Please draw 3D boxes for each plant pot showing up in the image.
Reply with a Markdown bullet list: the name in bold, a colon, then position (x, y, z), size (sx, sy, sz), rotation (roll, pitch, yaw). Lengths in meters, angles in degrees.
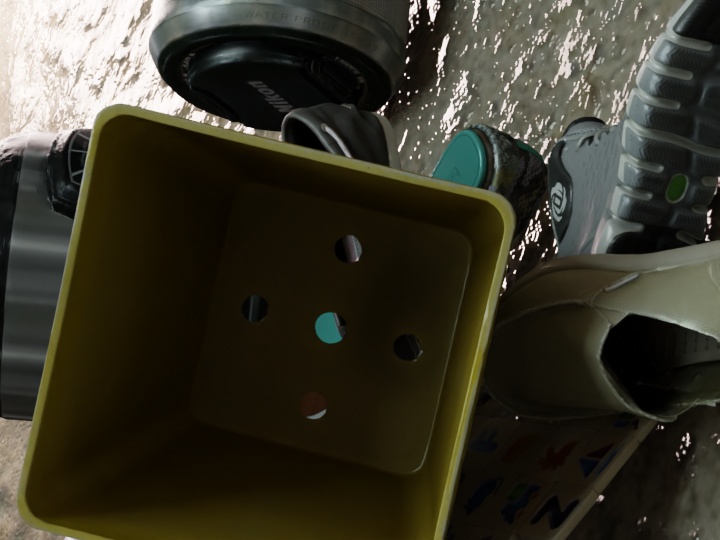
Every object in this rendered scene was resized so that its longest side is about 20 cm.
- **plant pot**: position (-0.029, 0.036, 1.217), size (0.176, 0.199, 0.201), rotation (-22, -55, -78)

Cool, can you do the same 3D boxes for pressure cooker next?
- **pressure cooker**: position (-0.126, 0.009, 1.490), size (0.179, 0.198, 0.177), rotation (138, 138, -85)

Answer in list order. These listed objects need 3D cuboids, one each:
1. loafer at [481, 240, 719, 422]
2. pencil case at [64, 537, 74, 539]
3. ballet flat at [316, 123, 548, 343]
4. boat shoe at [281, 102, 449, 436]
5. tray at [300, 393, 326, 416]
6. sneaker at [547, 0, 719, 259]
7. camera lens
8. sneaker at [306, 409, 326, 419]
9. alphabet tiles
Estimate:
- **loafer**: position (0.124, 0.034, 1.175), size (0.199, 0.076, 0.068), rotation (-19, 24, 44)
- **pencil case**: position (-0.132, 0.112, 1.624), size (0.085, 0.083, 0.201), rotation (13, -85, -76)
- **ballet flat**: position (0.043, 0.000, 1.393), size (0.201, 0.072, 0.072), rotation (-52, 35, 36)
- **boat shoe**: position (0.000, 0.000, 1.345), size (0.067, 0.057, 0.201), rotation (-41, 54, 43)
- **tray**: position (-0.045, 0.055, 1.555), size (0.099, 0.037, 0.201), rotation (26, 99, 61)
- **sneaker**: position (0.141, -0.077, 1.254), size (0.201, 0.075, 0.116), rotation (-67, 26, 13)
- **camera lens**: position (-0.045, -0.199, 1.559), size (0.160, 0.159, 0.201), rotation (-25, 54, 54)
- **sneaker**: position (-0.062, 0.109, 1.402), size (0.071, 0.199, 0.073), rotation (50, 151, 16)
- **alphabet tiles**: position (0.072, 0.102, 1.246), size (0.200, 0.008, 0.167), rotation (-49, 22, -19)
